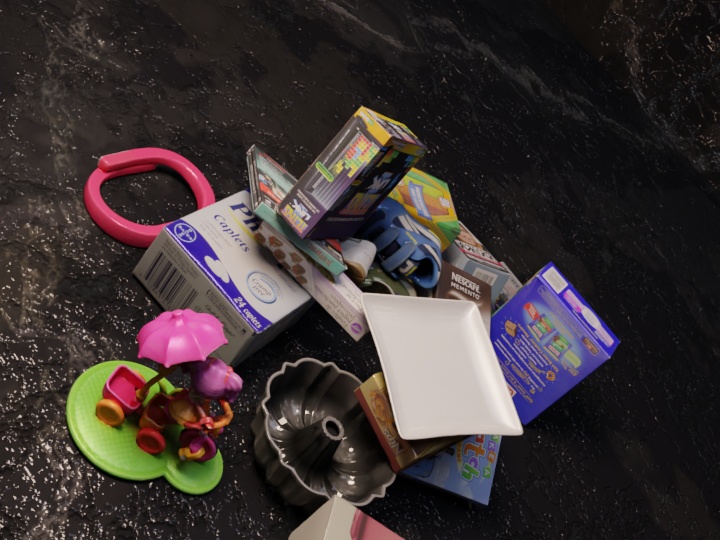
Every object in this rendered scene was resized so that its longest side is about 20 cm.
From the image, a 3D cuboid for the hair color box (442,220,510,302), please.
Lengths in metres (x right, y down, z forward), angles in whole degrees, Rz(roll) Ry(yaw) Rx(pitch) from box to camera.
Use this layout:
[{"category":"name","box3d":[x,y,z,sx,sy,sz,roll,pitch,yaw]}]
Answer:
[{"category":"hair color box","box3d":[0.167,-0.031,1.483,0.098,0.061,0.201,19,21,-30]}]

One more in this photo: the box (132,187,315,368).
[{"category":"box","box3d":[-0.164,0.007,1.142,0.184,0.105,0.200,47,35,5]}]

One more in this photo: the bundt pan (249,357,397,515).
[{"category":"bundt pan","box3d":[-0.052,0.215,1.059,0.199,0.076,0.204,25,39,-22]}]

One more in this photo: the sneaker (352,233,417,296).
[{"category":"sneaker","box3d":[0.000,0.000,1.272,0.200,0.067,0.090,46,32,-4]}]

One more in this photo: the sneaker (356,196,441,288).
[{"category":"sneaker","box3d":[0.053,-0.041,1.253,0.198,0.074,0.083,29,42,-34]}]

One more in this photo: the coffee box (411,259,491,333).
[{"category":"coffee box","box3d":[0.135,0.102,1.316,0.112,0.080,0.203,24,54,-23]}]

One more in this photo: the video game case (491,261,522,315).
[{"category":"video game case","box3d":[0.278,0.086,1.560,0.201,0.023,0.181,53,36,12]}]

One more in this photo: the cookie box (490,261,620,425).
[{"category":"cookie box","box3d":[0.286,0.120,1.378,0.172,0.200,0.075,50,35,10]}]

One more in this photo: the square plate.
[{"category":"square plate","box3d":[0.099,0.124,1.088,0.197,0.028,0.201,5,54,-33]}]

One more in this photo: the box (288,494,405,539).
[{"category":"box","box3d":[0.009,0.367,0.934,0.199,0.109,0.129,35,36,-11]}]

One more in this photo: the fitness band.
[{"category":"fitness band","box3d":[-0.292,-0.102,1.192,0.145,0.037,0.199,54,37,10]}]

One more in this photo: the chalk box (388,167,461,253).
[{"category":"chalk box","box3d":[0.040,-0.095,1.356,0.197,0.124,0.126,20,40,-29]}]

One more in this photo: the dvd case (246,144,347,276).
[{"category":"dvd case","box3d":[-0.089,-0.084,1.141,0.145,0.022,0.201,38,17,-27]}]

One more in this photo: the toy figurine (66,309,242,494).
[{"category":"toy figurine","box3d":[-0.193,0.130,0.918,0.199,0.184,0.151,38,36,-7]}]

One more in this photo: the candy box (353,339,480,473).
[{"category":"candy box","box3d":[0.099,0.172,1.113,0.198,0.055,0.117,-14,67,-43]}]

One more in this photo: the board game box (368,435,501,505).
[{"category":"board game box","box3d":[0.108,0.222,1.185,0.198,0.036,0.154,25,68,-24]}]

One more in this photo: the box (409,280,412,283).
[{"category":"box","box3d":[0.014,-0.007,1.383,0.197,0.040,0.139,21,42,-28]}]

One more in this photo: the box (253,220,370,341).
[{"category":"box","box3d":[-0.056,0.005,1.126,0.200,0.039,0.041,46,36,2]}]

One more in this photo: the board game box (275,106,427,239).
[{"category":"board game box","box3d":[-0.005,-0.119,1.092,0.057,0.166,0.200,43,15,11]}]

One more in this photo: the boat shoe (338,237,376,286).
[{"category":"boat shoe","box3d":[-0.065,-0.036,1.242,0.197,0.071,0.070,18,56,26]}]
